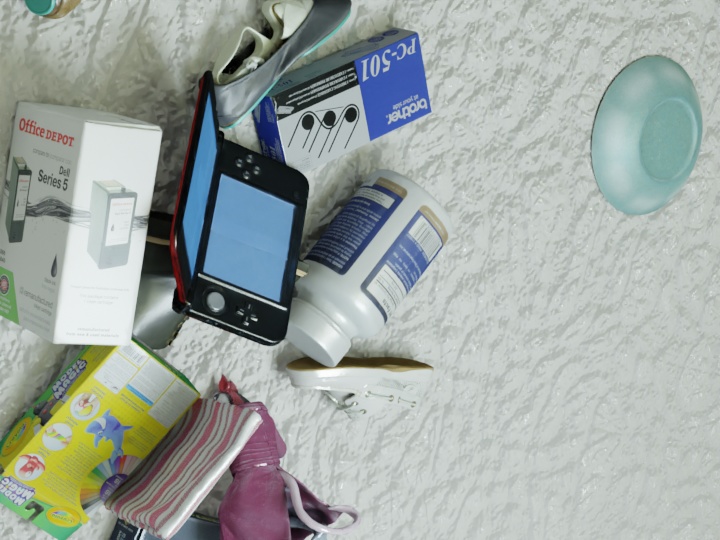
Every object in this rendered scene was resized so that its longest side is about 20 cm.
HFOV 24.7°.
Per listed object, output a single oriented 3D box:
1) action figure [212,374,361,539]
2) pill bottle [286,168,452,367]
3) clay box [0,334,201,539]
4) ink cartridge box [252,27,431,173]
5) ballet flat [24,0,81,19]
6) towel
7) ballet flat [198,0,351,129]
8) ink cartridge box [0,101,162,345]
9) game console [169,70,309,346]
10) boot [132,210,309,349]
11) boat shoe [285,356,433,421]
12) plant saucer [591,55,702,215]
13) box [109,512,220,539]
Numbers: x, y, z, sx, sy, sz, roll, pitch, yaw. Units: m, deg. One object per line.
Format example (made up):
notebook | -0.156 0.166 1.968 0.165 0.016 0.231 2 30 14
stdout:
action figure | -0.110 0.198 1.680 0.134 0.149 0.201 -2 71 -47
pill bottle | 0.000 0.000 1.740 0.200 0.111 0.111 -52 127 -16
clay box | -0.264 0.157 1.592 0.200 0.048 0.115 -47 127 -1
ink cartridge box | -0.019 -0.177 1.723 0.200 0.044 0.094 -27 119 -31
ballet flat | -0.275 -0.328 1.471 0.072 0.068 0.201 -31 122 -52
towel | -0.180 0.183 1.589 0.030 0.200 0.147 42 74 -21
ballet flat | -0.089 -0.227 1.640 0.200 0.073 0.073 -46 125 -18
ink cartridge box | -0.262 -0.045 1.495 0.084 0.145 0.201 4 99 -38
game console | -0.111 -0.057 1.556 0.172 0.119 0.201 22 57 -23
boot | -0.160 0.024 1.652 0.199 0.077 0.139 14 97 -27
boat shoe | 0.000 0.132 1.801 0.199 0.071 0.070 5 96 -41
plant saucer | 0.370 -0.164 2.042 0.200 0.039 0.202 -12 110 -36
box | -0.183 0.334 1.720 0.200 0.051 0.158 23 86 -40
